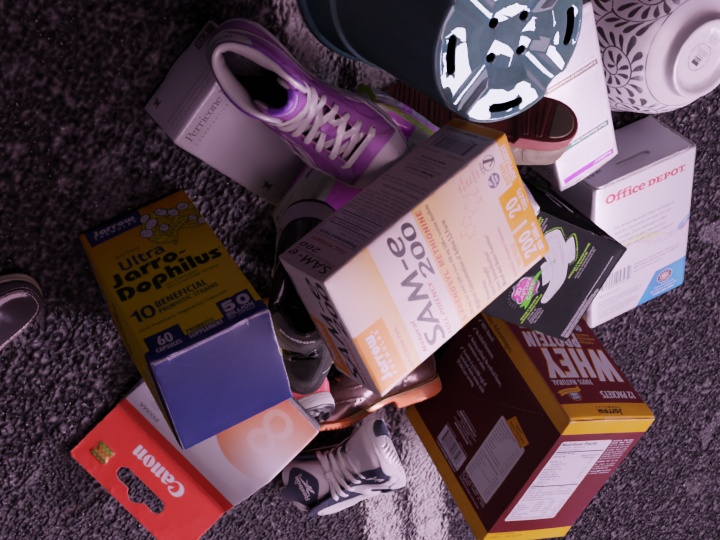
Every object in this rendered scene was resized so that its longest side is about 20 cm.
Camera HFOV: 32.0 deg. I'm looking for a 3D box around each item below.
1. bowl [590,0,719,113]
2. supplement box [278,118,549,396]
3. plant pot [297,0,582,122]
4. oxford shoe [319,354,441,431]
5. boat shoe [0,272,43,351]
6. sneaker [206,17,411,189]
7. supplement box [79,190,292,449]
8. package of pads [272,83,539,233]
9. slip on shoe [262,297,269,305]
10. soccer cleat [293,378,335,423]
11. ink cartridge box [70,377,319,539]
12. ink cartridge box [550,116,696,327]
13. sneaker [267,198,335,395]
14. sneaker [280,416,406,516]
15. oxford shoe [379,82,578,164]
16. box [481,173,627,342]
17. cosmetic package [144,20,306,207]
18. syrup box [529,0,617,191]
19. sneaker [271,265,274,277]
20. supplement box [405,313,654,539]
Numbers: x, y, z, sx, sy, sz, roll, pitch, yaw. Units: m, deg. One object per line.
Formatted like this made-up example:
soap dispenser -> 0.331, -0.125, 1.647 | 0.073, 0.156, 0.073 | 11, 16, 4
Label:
bowl -> 0.333, -0.240, 1.320 | 0.199, 0.094, 0.202 | -19, 131, -23
supplement box -> 0.048, -0.013, 1.020 | 0.200, 0.073, 0.127 | -40, 125, -18
plant pot -> 0.076, -0.235, 1.073 | 0.199, 0.196, 0.202 | -18, 129, -24
oxford shoe -> -0.009, 0.124, 1.379 | 0.198, 0.071, 0.074 | -17, 103, -22
boat shoe -> -0.359, 0.079, 1.090 | 0.199, 0.065, 0.072 | -33, 133, -12
sneaker -> -0.041, -0.118, 0.997 | 0.200, 0.114, 0.073 | 33, 102, -14
supplement box -> -0.156, 0.039, 1.105 | 0.108, 0.200, 0.110 | -25, 132, -15
package of pads -> 0.044, -0.056, 1.126 | 0.199, 0.068, 0.155 | 31, 104, -20
slip on shoe -> -0.040, 0.056, 1.290 | 0.074, 0.062, 0.199 | -38, 157, 28
soccer cleat -> -0.128, 0.146, 1.310 | 0.198, 0.074, 0.068 | -18, 158, -2
ink cartridge box -> -0.165, 0.167, 1.241 | 0.200, 0.050, 0.162 | -45, 98, -4
ink cartridge box -> 0.297, -0.056, 1.433 | 0.144, 0.085, 0.201 | -23, 133, -20
sneaker -> -0.052, 0.043, 1.084 | 0.066, 0.091, 0.201 | 6, 127, 0
sneaker -> -0.026, 0.225, 1.384 | 0.129, 0.080, 0.199 | -20, 171, -10
oxford shoe -> 0.107, -0.133, 1.222 | 0.198, 0.071, 0.075 | 11, 151, 1
box -> 0.144, -0.032, 1.298 | 0.199, 0.149, 0.125 | 19, 108, -42
cosmetic package -> -0.084, -0.125, 1.129 | 0.199, 0.074, 0.102 | 29, 102, -45
syrup box -> 0.195, -0.187, 1.272 | 0.081, 0.079, 0.201 | -32, 134, -12
sneaker -> 0.000, 0.000, 1.279 | 0.199, 0.074, 0.083 | 20, 97, -50
supplement box -> 0.184, 0.162, 1.412 | 0.132, 0.198, 0.201 | 4, 130, -36
